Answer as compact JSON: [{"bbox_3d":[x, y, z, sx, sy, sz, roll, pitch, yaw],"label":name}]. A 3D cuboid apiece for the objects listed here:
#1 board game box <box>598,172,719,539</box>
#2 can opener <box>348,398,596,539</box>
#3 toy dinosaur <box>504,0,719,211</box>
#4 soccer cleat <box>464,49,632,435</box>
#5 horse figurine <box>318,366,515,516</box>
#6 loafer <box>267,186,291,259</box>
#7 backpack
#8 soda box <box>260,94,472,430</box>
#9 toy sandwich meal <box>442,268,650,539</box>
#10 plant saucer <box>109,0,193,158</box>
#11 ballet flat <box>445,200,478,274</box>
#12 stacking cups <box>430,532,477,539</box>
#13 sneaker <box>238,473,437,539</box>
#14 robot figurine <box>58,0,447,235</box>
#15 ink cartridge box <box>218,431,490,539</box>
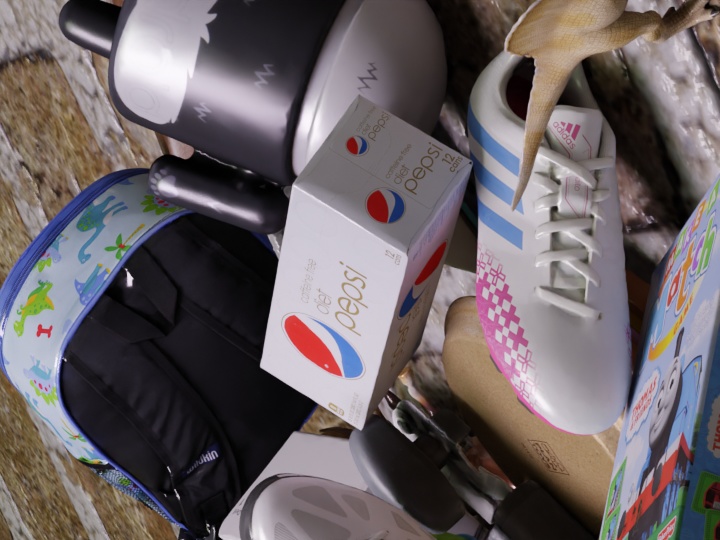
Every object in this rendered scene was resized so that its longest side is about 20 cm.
[{"bbox_3d":[0.146,0.061,1.199,0.036,0.201,0.151,17,153,-4],"label":"board game box"},{"bbox_3d":[0.080,0.143,1.439,0.200,0.066,0.053,40,160,16],"label":"can opener"},{"bbox_3d":[0.100,-0.113,1.180,0.058,0.101,0.200,53,156,19],"label":"toy dinosaur"},{"bbox_3d":[0.090,-0.024,1.279,0.086,0.069,0.201,120,145,-54],"label":"soccer cleat"},{"bbox_3d":[0.052,0.107,1.596,0.133,0.050,0.200,54,154,-13],"label":"horse figurine"},{"bbox_3d":[-0.037,-0.072,1.580,0.070,0.075,0.201,-165,54,-83],"label":"loafer"},{"bbox_3d":[-0.126,0.037,1.675,0.147,0.183,0.200,33,172,44],"label":"backpack"},{"bbox_3d":[0.000,0.000,1.370,0.068,0.064,0.200,31,153,9],"label":"soda box"},{"bbox_3d":[0.120,0.071,1.406,0.205,0.070,0.205,44,162,18],"label":"toy sandwich meal"},{"bbox_3d":[-0.121,-0.137,1.635,0.200,0.034,0.202,162,90,-83],"label":"plant saucer"},{"bbox_3d":[-0.003,-0.068,1.497,0.201,0.069,0.070,57,157,14],"label":"ballet flat"},{"bbox_3d":[0.066,0.170,1.501,0.060,0.199,0.061,-27,55,47],"label":"stacking cups"},{"bbox_3d":[0.040,0.156,1.365,0.200,0.076,0.115,32,159,-11],"label":"sneaker"},{"bbox_3d":[-0.052,-0.115,1.420,0.199,0.125,0.151,22,133,10],"label":"robot figurine"},{"bbox_3d":[0.034,0.186,1.600,0.200,0.085,0.146,43,163,-20],"label":"ink cartridge box"}]
